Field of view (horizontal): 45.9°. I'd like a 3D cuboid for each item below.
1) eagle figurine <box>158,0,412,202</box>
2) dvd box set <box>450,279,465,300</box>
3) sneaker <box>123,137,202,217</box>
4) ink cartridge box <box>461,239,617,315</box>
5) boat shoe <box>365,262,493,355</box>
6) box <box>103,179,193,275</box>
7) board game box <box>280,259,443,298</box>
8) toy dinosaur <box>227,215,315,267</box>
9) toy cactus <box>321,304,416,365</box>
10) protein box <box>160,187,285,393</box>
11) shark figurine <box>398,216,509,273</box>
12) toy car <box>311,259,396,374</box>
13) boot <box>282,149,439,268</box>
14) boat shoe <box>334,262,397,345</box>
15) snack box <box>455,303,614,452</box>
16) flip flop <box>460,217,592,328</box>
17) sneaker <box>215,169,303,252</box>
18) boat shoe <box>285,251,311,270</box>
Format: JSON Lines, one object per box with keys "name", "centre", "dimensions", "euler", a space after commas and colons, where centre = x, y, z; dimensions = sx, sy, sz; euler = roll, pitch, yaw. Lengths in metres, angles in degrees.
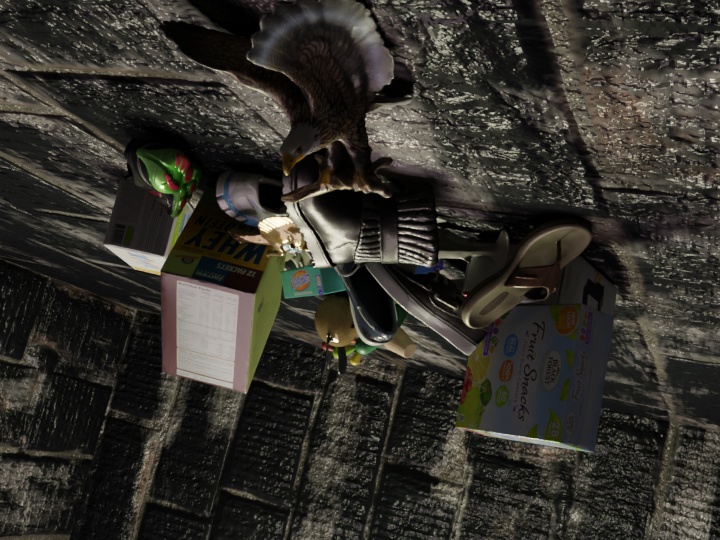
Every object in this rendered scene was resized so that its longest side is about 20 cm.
{"name": "eagle figurine", "centre": [-0.043, -0.141, 0.681], "dimensions": [0.150, 0.152, 0.201], "euler": [-27, 123, 7]}
{"name": "dvd box set", "centre": [0.165, 0.057, 1.317], "dimensions": [0.199, 0.030, 0.146], "euler": [2, -154, -46]}
{"name": "sneaker", "centre": [-0.263, -0.130, 1.126], "dimensions": [0.083, 0.077, 0.200], "euler": [31, 166, 3]}
{"name": "ink cartridge box", "centre": [0.255, 0.029, 1.191], "dimensions": [0.144, 0.084, 0.199], "euler": [5, 166, 37]}
{"name": "boat shoe", "centre": [0.091, 0.031, 1.095], "dimensions": [0.199, 0.064, 0.071], "euler": [37, -171, -27]}
{"name": "box", "centre": [-0.339, -0.062, 1.414], "dimensions": [0.100, 0.114, 0.200], "euler": [12, 168, 2]}
{"name": "board game box", "centre": [0.000, 0.000, 1.261], "dimensions": [0.198, 0.046, 0.152], "euler": [-12, -178, -27]}
{"name": "toy dinosaur", "centre": [-0.079, -0.051, 1.079], "dimensions": [0.198, 0.059, 0.101], "euler": [-20, 148, 29]}
{"name": "toy cactus", "centre": [0.040, 0.116, 1.591], "dimensions": [0.165, 0.199, 0.103], "euler": [36, 149, 42]}
{"name": "protein box", "centre": [-0.197, 0.027, 1.247], "dimensions": [0.133, 0.200, 0.202], "euler": [13, 131, 2]}
{"name": "shark figurine", "centre": [0.097, -0.022, 1.136], "dimensions": [0.212, 0.091, 0.128], "euler": [16, 171, -2]}
{"name": "toy car", "centre": [-0.018, 0.081, 1.492], "dimensions": [0.156, 0.203, 0.164], "euler": [10, 169, 20]}
{"name": "boot", "centre": [0.007, -0.077, 0.967], "dimensions": [0.156, 0.080, 0.212], "euler": [-1, 149, 14]}
{"name": "boat shoe", "centre": [0.001, 0.000, 1.138], "dimensions": [0.074, 0.203, 0.062], "euler": [-10, 168, -22]}
{"name": "snack box", "centre": [0.219, 0.133, 1.090], "dimensions": [0.067, 0.171, 0.199], "euler": [19, 166, -30]}
{"name": "flip flop", "centre": [0.202, 0.013, 1.022], "dimensions": [0.081, 0.058, 0.200], "euler": [25, 123, -38]}
{"name": "sneaker", "centre": [-0.098, -0.077, 1.149], "dimensions": [0.086, 0.076, 0.199], "euler": [-4, 160, 42]}
{"name": "boat shoe", "centre": [-0.126, -0.042, 1.375], "dimensions": [0.071, 0.063, 0.200], "euler": [9, 167, 24]}
